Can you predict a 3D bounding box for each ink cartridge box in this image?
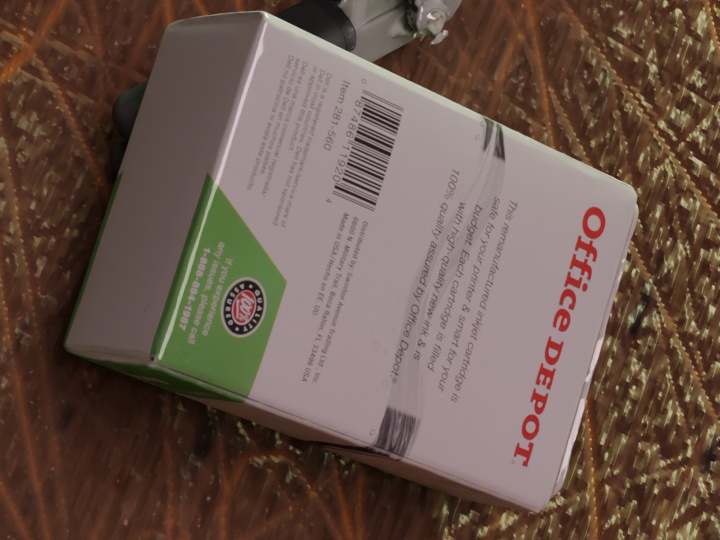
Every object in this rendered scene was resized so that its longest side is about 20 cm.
[{"bbox_3d":[0.000,0.000,1.123,0.199,0.084,0.147,24,79,-31],"label":"ink cartridge box"}]

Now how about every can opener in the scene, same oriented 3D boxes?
[{"bbox_3d":[-0.030,-0.097,1.190,0.200,0.053,0.066,-35,59,-30],"label":"can opener"}]
